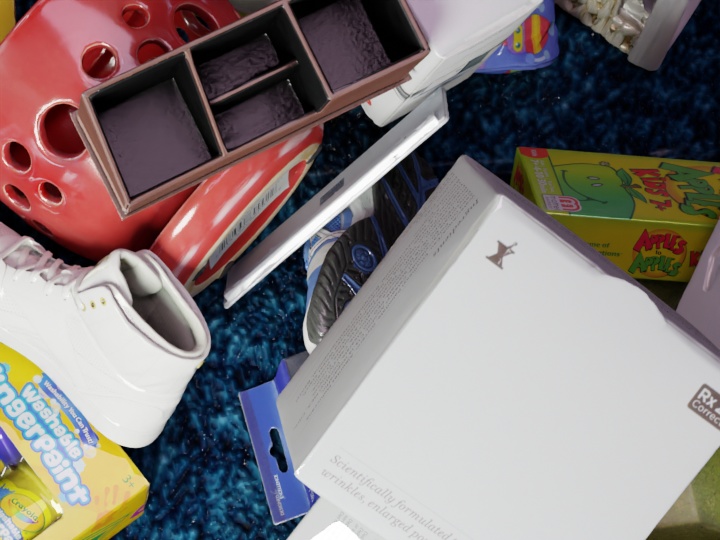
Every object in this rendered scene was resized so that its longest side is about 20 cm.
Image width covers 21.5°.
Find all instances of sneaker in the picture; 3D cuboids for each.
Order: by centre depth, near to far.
[{"bbox_3d":[-0.177,0.006,1.165,0.200,0.116,0.074,40,43,2],"label":"sneaker"},{"bbox_3d":[0.000,0.000,1.252,0.076,0.077,0.200,40,38,-14],"label":"sneaker"}]

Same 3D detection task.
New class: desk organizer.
[{"bbox_3d":[-0.064,-0.109,1.113,0.199,0.077,0.072,-27,90,-12],"label":"desk organizer"}]

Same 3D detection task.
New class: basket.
[{"bbox_3d":[0.225,-0.275,1.401,0.123,0.136,0.200,32,66,8],"label":"basket"}]

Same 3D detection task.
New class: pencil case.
[{"bbox_3d":[0.092,-0.237,1.349,0.078,0.087,0.201,-12,106,-16],"label":"pencil case"}]

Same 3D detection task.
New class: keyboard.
[{"bbox_3d":[-0.018,-0.048,1.255,0.200,0.056,0.011,-40,104,17],"label":"keyboard"}]

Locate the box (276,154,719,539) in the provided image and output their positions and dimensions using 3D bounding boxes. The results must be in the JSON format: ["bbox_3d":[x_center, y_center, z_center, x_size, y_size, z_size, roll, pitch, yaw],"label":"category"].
[{"bbox_3d":[0.087,0.075,1.119,0.199,0.131,0.200,36,97,-14],"label":"box"}]

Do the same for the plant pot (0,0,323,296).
[{"bbox_3d":[-0.136,-0.091,1.232,0.182,0.201,0.200,41,68,5],"label":"plant pot"}]

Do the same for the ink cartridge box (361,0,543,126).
[{"bbox_3d":[0.026,-0.192,1.231,0.086,0.200,0.147,-30,89,-11],"label":"ink cartridge box"}]

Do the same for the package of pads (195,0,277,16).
[{"bbox_3d":[-0.042,-0.248,1.378,0.199,0.068,0.155,14,68,-5],"label":"package of pads"}]

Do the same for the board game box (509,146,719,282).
[{"bbox_3d":[0.210,-0.037,1.320,0.199,0.048,0.102,4,29,-8],"label":"board game box"}]

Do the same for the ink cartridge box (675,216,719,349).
[{"bbox_3d":[0.325,0.030,1.256,0.199,0.083,0.146,18,103,-22],"label":"ink cartridge box"}]

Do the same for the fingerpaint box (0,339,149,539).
[{"bbox_3d":[-0.258,0.115,1.197,0.167,0.073,0.200,-35,78,-20],"label":"fingerpaint box"}]

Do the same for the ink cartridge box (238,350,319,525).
[{"bbox_3d":[0.020,0.087,1.236,0.199,0.039,0.100,-21,69,5],"label":"ink cartridge box"}]

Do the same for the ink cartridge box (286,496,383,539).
[{"bbox_3d":[0.025,0.241,1.159,0.200,0.087,0.146,39,97,9],"label":"ink cartridge box"}]

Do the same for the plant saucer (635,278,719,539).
[{"bbox_3d":[0.151,0.106,1.282,0.199,0.048,0.201,-4,69,-11],"label":"plant saucer"}]

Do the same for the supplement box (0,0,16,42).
[{"bbox_3d":[-0.364,-0.221,1.280,0.199,0.133,0.198,-26,74,-18],"label":"supplement box"}]
